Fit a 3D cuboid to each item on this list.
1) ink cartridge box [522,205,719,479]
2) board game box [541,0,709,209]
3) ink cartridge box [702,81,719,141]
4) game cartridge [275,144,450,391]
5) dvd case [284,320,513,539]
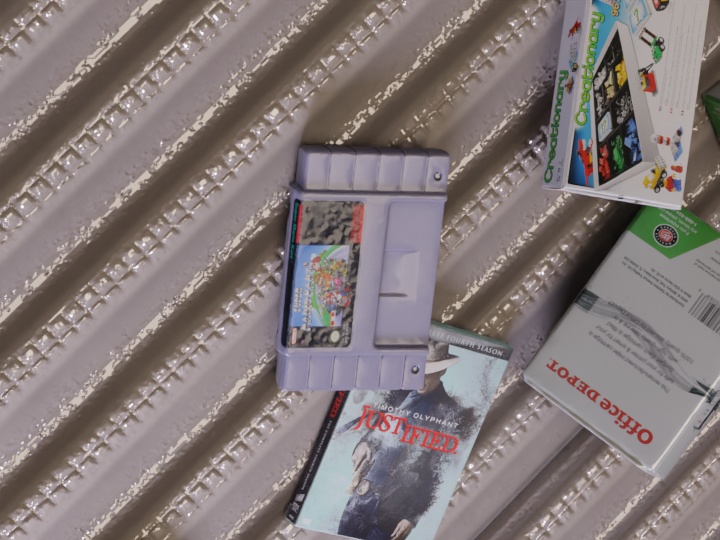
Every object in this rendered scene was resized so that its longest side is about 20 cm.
[{"bbox_3d":[0.255,0.057,1.724,0.200,0.146,0.083,-53,160,0],"label":"ink cartridge box"},{"bbox_3d":[0.221,-0.158,1.660,0.126,0.035,0.201,8,90,-30],"label":"board game box"},{"bbox_3d":[0.399,-0.077,1.755,0.084,0.146,0.201,-37,124,-12],"label":"ink cartridge box"},{"bbox_3d":[0.000,0.000,1.622,0.129,0.038,0.201,-1,107,-24],"label":"game cartridge"},{"bbox_3d":[0.034,0.138,1.718,0.145,0.022,0.201,17,99,-33],"label":"dvd case"}]
